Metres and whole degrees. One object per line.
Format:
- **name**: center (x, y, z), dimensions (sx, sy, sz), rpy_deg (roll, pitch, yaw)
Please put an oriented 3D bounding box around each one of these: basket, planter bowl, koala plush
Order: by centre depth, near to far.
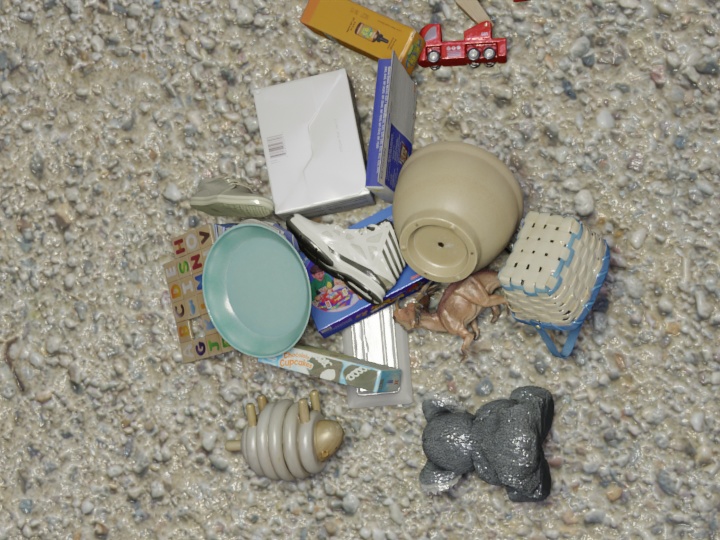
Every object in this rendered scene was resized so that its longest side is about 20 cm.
- **planter bowl**: center (0.131, -0.070, 1.584), dimensions (0.198, 0.202, 0.135), rpy_deg (18, 44, 9)
- **basket**: center (0.299, 0.013, 1.599), dimensions (0.138, 0.200, 0.178), rpy_deg (9, 63, 45)
- **koala plush**: center (0.180, 0.258, 1.616), dimensions (0.197, 0.184, 0.180), rpy_deg (2, 84, 19)

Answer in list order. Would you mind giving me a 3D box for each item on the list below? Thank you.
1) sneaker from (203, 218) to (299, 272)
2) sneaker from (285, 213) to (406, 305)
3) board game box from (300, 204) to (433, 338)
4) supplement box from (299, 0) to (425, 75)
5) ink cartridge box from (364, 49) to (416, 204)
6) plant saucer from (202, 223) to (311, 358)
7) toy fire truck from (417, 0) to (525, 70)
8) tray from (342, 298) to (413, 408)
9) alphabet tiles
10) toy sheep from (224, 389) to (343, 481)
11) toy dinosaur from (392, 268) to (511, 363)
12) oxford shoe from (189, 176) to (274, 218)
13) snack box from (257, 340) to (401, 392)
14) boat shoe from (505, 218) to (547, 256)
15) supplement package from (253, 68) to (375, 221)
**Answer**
- **sneaker**: center (-0.153, -0.050, 1.695), dimensions (0.198, 0.114, 0.082), rpy_deg (6, 104, 44)
- **sneaker**: center (-0.014, -0.046, 1.665), dimensions (0.200, 0.076, 0.116), rpy_deg (37, 74, 13)
- **board game box**: center (0.000, 0.000, 1.700), dimensions (0.198, 0.045, 0.136), rpy_deg (-26, 69, 3)
- **supplement box**: center (0.003, -0.383, 1.721), dimensions (0.199, 0.069, 0.067), rpy_deg (30, 93, 24)
- **ink cartridge box**: center (0.043, -0.216, 1.653), dimensions (0.046, 0.200, 0.201), rpy_deg (5, 84, 16)
- **plant saucer**: center (-0.148, 0.028, 1.604), dimensions (0.198, 0.036, 0.203), rpy_deg (6, 102, 30)
- **toy fire truck**: center (0.188, -0.402, 1.730), dimensions (0.197, 0.049, 0.143), rpy_deg (-2, 84, 8)
- **tray**: center (0.023, 0.115, 1.714), dimensions (0.106, 0.022, 0.203), rpy_deg (-6, 84, 8)
- **alphabet tiles**: center (-0.250, 0.036, 1.712), dimensions (0.166, 0.007, 0.203), rpy_deg (-17, 84, 41)
- **toy sheep**: center (-0.119, 0.261, 1.666), dimensions (0.197, 0.138, 0.140), rpy_deg (-6, 83, 21)
- **toy dinosaur**: center (0.153, 0.045, 1.658), dimensions (0.200, 0.086, 0.136), rpy_deg (-44, 94, 3)
- **oxford shoe**: center (-0.204, -0.119, 1.700), dimensions (0.199, 0.075, 0.058), rpy_deg (8, 75, 51)
- **snack box**: center (-0.046, 0.146, 1.655), dimensions (0.197, 0.116, 0.038), rpy_deg (13, 90, 19)
- **boat shoe**: center (0.210, -0.074, 1.684), dimensions (0.199, 0.071, 0.064), rpy_deg (41, 89, 7)
- **supplement package**: center (-0.072, -0.194, 1.711), dimensions (0.153, 0.111, 0.203), rpy_deg (-12, 82, 5)
